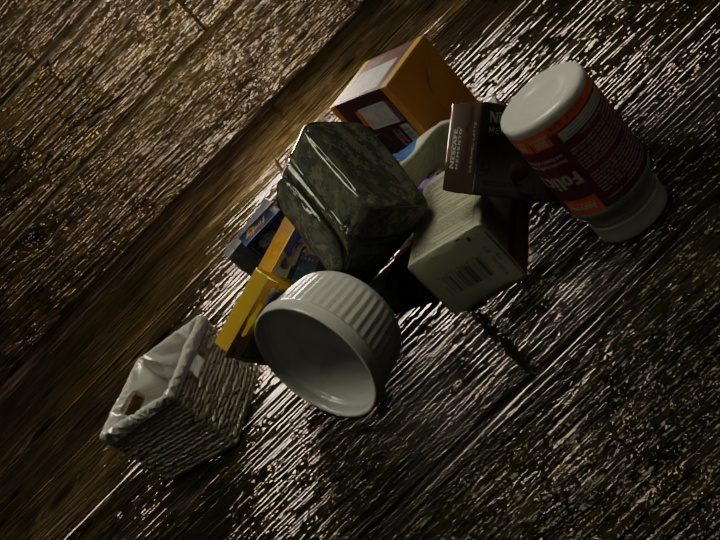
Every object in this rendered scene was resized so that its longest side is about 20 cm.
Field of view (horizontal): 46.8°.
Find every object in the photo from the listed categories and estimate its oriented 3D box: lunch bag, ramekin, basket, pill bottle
[{"bbox_3d":[-0.024,-0.089,1.182,0.139,0.200,0.168,-13,-35,-44],"label":"lunch bag"},{"bbox_3d":[-0.037,0.095,1.147,0.199,0.201,0.105,-18,25,48],"label":"ramekin"},{"bbox_3d":[-0.307,0.225,1.436,0.199,0.161,0.199,-32,27,29],"label":"basket"},{"bbox_3d":[0.266,-0.133,0.976,0.114,0.200,0.114,-37,24,20],"label":"pill bottle"}]

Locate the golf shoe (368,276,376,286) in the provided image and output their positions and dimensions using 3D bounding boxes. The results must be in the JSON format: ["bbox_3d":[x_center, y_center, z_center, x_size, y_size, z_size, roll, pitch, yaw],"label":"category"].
[{"bbox_3d":[0.000,0.000,1.390,0.097,0.078,0.200,-45,23,-13],"label":"golf shoe"}]

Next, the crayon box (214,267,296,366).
[{"bbox_3d":[-0.132,0.073,1.226,0.051,0.200,0.126,31,92,26],"label":"crayon box"}]

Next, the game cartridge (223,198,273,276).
[{"bbox_3d":[-0.139,-0.028,1.502,0.130,0.200,0.038,-48,42,6],"label":"game cartridge"}]

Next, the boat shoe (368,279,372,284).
[{"bbox_3d":[0.018,-0.053,1.311,0.069,0.074,0.201,94,-159,-49],"label":"boat shoe"}]

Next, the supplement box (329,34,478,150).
[{"bbox_3d":[0.089,-0.298,1.559,0.133,0.197,0.199,-55,25,-21],"label":"supplement box"}]

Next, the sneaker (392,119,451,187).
[{"bbox_3d":[0.076,-0.172,1.301,0.200,0.077,0.111,-44,30,-24],"label":"sneaker"}]

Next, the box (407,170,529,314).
[{"bbox_3d":[0.156,-0.060,1.164,0.127,0.109,0.201,-32,27,33],"label":"box"}]

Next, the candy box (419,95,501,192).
[{"bbox_3d":[0.171,-0.172,1.371,0.200,0.072,0.168,-37,24,24],"label":"candy box"}]

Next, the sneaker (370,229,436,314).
[{"bbox_3d":[0.093,-0.020,1.238,0.201,0.083,0.121,-60,20,-11],"label":"sneaker"}]

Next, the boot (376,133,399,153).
[{"bbox_3d":[0.031,-0.134,1.464,0.097,0.074,0.202,-27,65,55],"label":"boot"}]

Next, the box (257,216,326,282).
[{"bbox_3d":[-0.114,0.020,1.321,0.041,0.119,0.201,22,84,44],"label":"box"}]

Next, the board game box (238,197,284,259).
[{"bbox_3d":[-0.102,-0.044,1.473,0.136,0.200,0.035,-46,42,0],"label":"board game box"}]

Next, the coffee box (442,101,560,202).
[{"bbox_3d":[0.214,-0.148,1.059,0.080,0.198,0.115,-156,71,-66],"label":"coffee box"}]
